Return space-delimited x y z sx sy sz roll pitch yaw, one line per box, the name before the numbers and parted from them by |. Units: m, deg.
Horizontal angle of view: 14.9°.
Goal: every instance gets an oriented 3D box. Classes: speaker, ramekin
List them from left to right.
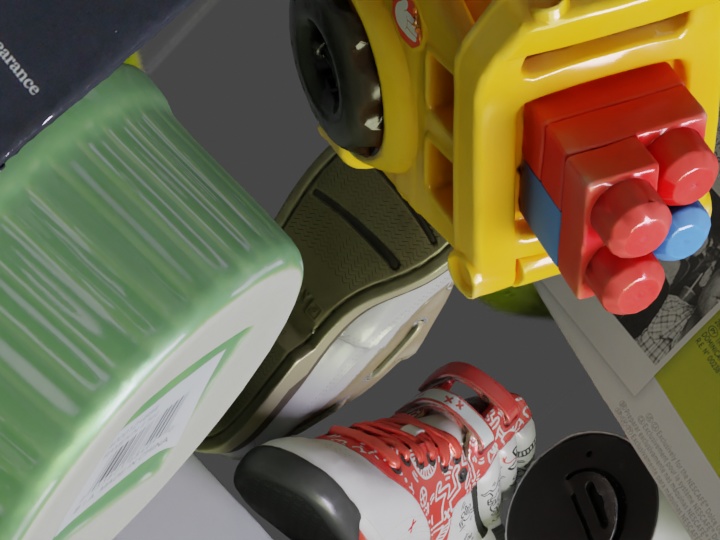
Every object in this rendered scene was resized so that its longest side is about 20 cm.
ramekin | -0.111 0.032 1.005 0.200 0.098 0.200 -48 171 -10
speaker | 0.149 0.142 1.259 0.081 0.081 0.200 -40 140 14

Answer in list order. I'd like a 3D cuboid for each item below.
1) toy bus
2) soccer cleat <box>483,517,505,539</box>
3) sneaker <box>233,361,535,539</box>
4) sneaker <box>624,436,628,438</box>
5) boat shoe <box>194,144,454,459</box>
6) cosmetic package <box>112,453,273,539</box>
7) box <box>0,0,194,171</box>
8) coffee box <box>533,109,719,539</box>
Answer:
toy bus | 0.067 -0.087 0.965 0.135 0.192 0.201 -15 134 -15
soccer cleat | 0.047 0.143 1.324 0.068 0.085 0.200 -29 143 0
sneaker | 0.015 0.079 1.176 0.108 0.067 0.201 -57 154 -10
sneaker | 0.165 0.110 1.377 0.199 0.078 0.078 -25 -171 -31
boat shoe | 0.000 0.000 1.148 0.200 0.075 0.068 -41 158 15
cosmetic package | -0.111 0.189 1.118 0.199 0.200 0.123 -31 160 -44
box | -0.125 -0.109 0.795 0.200 0.148 0.104 -42 -171 -23
coffee box | 0.231 0.033 1.221 0.198 0.200 0.199 -41 142 14
